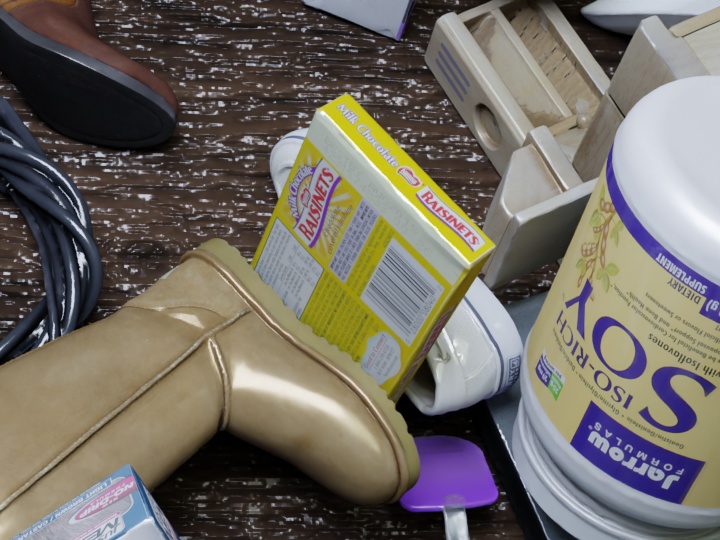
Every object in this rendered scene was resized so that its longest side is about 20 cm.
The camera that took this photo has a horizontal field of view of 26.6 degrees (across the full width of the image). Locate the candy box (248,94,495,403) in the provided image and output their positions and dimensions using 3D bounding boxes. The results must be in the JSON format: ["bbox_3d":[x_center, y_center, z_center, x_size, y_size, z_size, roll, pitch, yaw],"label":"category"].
[{"bbox_3d":[-0.009,0.015,0.750,0.026,0.201,0.102,-31,72,-35],"label":"candy box"}]

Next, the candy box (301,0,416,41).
[{"bbox_3d":[0.039,-0.272,0.919,0.071,0.168,0.202,21,61,-1],"label":"candy box"}]

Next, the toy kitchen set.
[{"bbox_3d":[0.096,-0.102,0.826,0.162,0.201,0.182,-24,69,-21],"label":"toy kitchen set"}]

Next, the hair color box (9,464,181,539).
[{"bbox_3d":[-0.086,0.195,0.651,0.099,0.061,0.201,-31,113,-7],"label":"hair color box"}]

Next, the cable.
[{"bbox_3d":[-0.230,-0.014,0.808,0.162,0.051,0.201,-29,73,-22],"label":"cable"}]

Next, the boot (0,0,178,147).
[{"bbox_3d":[-0.160,-0.181,0.912,0.186,0.069,0.201,21,54,9],"label":"boot"}]

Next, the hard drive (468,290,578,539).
[{"bbox_3d":[0.160,0.067,0.848,0.198,0.033,0.141,-17,68,-17],"label":"hard drive"}]

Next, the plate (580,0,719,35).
[{"bbox_3d":[0.265,-0.178,0.926,0.198,0.199,0.033,-26,110,-20],"label":"plate"}]

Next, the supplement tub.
[{"bbox_3d":[0.158,0.028,0.718,0.143,0.201,0.146,11,40,-9],"label":"supplement tub"}]

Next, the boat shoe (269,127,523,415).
[{"bbox_3d":[0.000,0.000,0.814,0.069,0.071,0.200,-23,59,-31],"label":"boat shoe"}]

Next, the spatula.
[{"bbox_3d":[0.053,0.154,0.754,0.056,0.021,0.201,-4,45,-11],"label":"spatula"}]

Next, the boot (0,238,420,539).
[{"bbox_3d":[-0.094,0.092,0.714,0.175,0.066,0.199,42,52,16],"label":"boot"}]
